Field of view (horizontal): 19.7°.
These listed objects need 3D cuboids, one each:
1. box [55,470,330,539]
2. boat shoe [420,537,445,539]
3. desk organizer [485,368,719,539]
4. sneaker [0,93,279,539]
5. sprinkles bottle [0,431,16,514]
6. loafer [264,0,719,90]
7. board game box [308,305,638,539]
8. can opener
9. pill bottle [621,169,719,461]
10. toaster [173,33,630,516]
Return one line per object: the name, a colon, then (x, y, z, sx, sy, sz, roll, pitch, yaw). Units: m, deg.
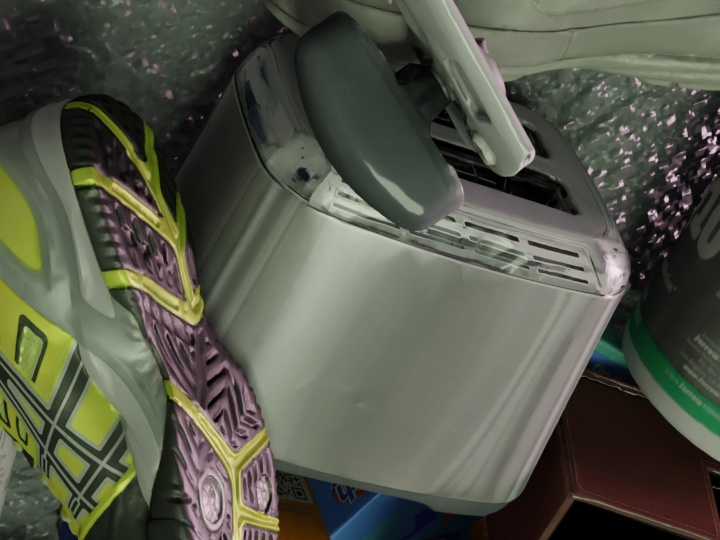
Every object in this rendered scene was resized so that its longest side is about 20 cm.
box: (-0.057, 0.134, 0.788, 0.041, 0.200, 0.119, 16, 123, -32)
boat shoe: (0.020, 0.180, 0.898, 0.060, 0.072, 0.202, 33, 140, 5)
desk organizer: (0.151, 0.114, 0.837, 0.199, 0.077, 0.072, 19, 124, -15)
sneaker: (-0.083, 0.045, 0.676, 0.076, 0.075, 0.201, -12, 99, 21)
sprinkles bottle: (-0.157, 0.070, 0.737, 0.068, 0.068, 0.201, 9, 106, -28)
loafer: (0.065, -0.104, 0.713, 0.199, 0.070, 0.070, -1, 116, -21)
board game box: (0.061, 0.098, 0.911, 0.152, 0.045, 0.200, 28, 117, -38)
can opener: (-0.011, -0.103, 0.628, 0.067, 0.053, 0.200, -35, 109, -10)
pill bottle: (0.195, -0.022, 0.797, 0.113, 0.113, 0.200, 12, 121, -30)
toaster: (0.000, 0.000, 0.750, 0.199, 0.114, 0.129, 16, 120, -25)
